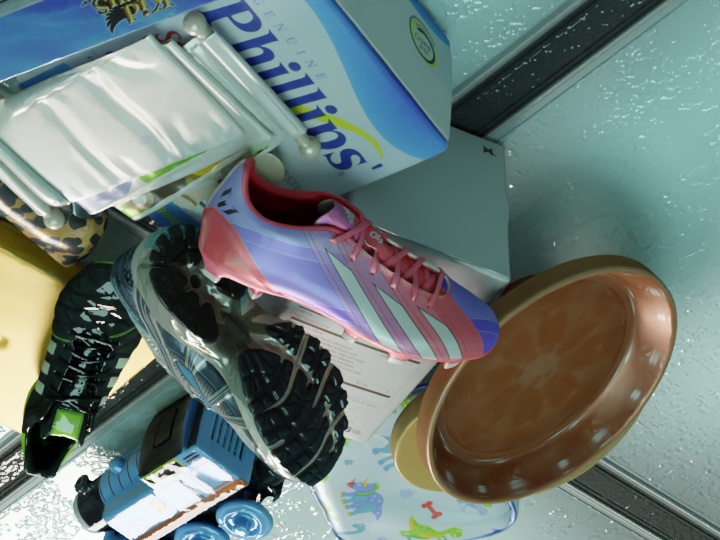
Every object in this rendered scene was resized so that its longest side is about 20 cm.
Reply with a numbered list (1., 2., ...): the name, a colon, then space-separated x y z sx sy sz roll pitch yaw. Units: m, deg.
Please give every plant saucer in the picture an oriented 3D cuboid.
1. plant saucer: 0.122 0.070 1.320 0.199 0.032 0.202 -23 138 -22

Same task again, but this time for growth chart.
1. growth chart: -0.135 -0.080 1.169 0.198 0.018 0.145 -16 136 20

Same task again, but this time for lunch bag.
1. lunch bag: 0.036 0.126 1.499 0.159 0.083 0.201 -10 136 14

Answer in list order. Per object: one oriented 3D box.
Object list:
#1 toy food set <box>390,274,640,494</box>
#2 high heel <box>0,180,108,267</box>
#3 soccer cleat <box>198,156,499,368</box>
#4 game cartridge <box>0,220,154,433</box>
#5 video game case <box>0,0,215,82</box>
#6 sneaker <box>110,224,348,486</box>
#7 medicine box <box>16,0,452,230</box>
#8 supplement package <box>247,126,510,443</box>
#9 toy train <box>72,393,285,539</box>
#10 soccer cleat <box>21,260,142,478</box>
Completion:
1. toy food set: 0.127 0.082 1.400 0.196 0.049 0.201 6 119 -35
2. high heel: -0.266 -0.052 1.317 0.198 0.072 0.143 -1 133 -10
3. soccer cleat: -0.001 -0.003 1.191 0.198 0.067 0.077 21 123 -11
4. game cartridge: -0.263 0.040 1.459 0.199 0.033 0.176 32 131 -26
5. video game case: -0.115 -0.204 1.061 0.198 0.183 0.046 -17 137 21
6. sneaker: -0.084 0.054 1.273 0.086 0.078 0.201 -9 122 53
7. medicine box: -0.073 -0.128 1.203 0.199 0.104 0.182 -21 133 25
8. supplement package: 0.000 0.000 1.329 0.119 0.122 0.200 20 135 -20
9. toy train: -0.143 0.172 1.563 0.114 0.087 0.199 40 129 -23
10. soccer cleat: -0.196 0.073 1.405 0.067 0.082 0.201 16 137 -14
